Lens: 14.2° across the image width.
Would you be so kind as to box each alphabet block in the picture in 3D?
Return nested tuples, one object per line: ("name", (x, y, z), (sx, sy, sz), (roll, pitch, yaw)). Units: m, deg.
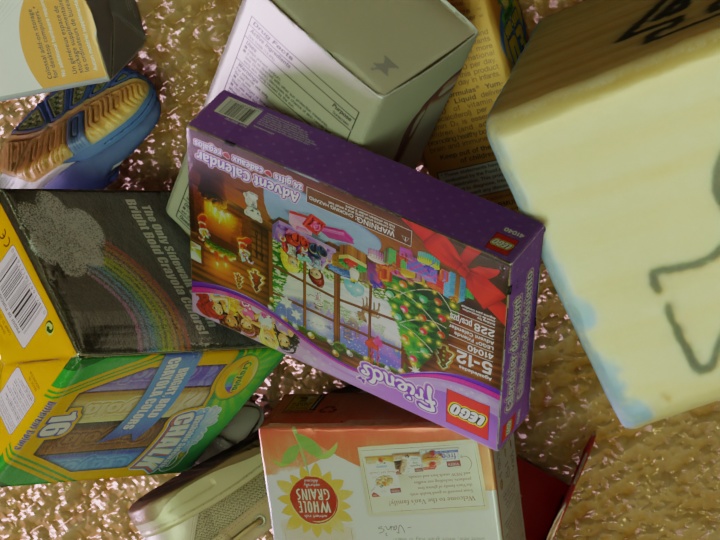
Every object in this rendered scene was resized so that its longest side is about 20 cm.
("alphabet block", (0.205, -0.060, 1.536), (0.200, 0.196, 0.196), (-20, 108, 20))

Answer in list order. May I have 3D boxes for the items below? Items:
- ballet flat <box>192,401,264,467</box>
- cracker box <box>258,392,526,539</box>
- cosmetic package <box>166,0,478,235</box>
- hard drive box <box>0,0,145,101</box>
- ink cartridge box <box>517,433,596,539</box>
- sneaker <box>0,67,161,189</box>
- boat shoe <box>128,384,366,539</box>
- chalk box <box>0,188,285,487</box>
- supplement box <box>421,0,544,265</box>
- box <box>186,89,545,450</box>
("ballet flat", (-0.061, 0.115, 1.755), (0.200, 0.067, 0.064), (32, 88, -2))
("cracker box", (0.025, 0.169, 1.624), (0.134, 0.058, 0.200), (-1, 108, 17))
("cosmetic package", (-0.024, -0.080, 1.591), (0.103, 0.087, 0.200), (44, 142, 14))
("hard drive box", (-0.244, -0.173, 1.659), (0.200, 0.077, 0.156), (-10, 109, 17))
("ink cartridge box", (0.064, 0.183, 1.715), (0.067, 0.116, 0.200), (27, 115, 3))
("sneaker", (-0.179, -0.041, 1.713), (0.200, 0.075, 0.088), (-36, 117, 26))
("boat shoe", (-0.038, 0.120, 1.693), (0.200, 0.071, 0.065), (-28, 93, -18))
("chalk box", (-0.135, 0.037, 1.662), (0.124, 0.200, 0.125), (-50, 56, 33))
("supplement box", (0.064, -0.101, 1.623), (0.069, 0.067, 0.200), (-13, 109, 18))
("box", (0.000, 0.000, 1.534), (0.200, 0.039, 0.137), (23, 137, 23))
